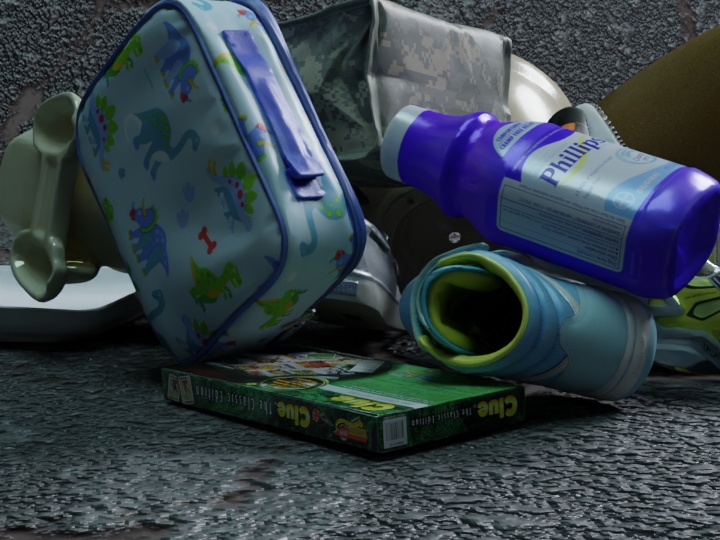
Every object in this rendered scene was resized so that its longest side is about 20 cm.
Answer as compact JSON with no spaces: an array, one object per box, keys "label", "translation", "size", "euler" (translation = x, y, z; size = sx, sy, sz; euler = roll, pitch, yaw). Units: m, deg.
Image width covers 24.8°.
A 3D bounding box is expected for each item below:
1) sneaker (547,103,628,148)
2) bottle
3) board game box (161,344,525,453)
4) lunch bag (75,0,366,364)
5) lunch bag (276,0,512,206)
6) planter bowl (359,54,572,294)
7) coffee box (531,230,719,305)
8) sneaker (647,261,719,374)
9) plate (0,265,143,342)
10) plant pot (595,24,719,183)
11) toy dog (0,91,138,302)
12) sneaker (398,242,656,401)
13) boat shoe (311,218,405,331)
[{"label":"sneaker","translation":[0.125,-0.058,1.072],"size":[0.089,0.070,0.200],"euler":[-12,19,-2]},{"label":"bottle","translation":[0.105,-0.047,0.949],"size":[0.199,0.066,0.083],"euler":[22,39,30]},{"label":"board game box","translation":[-0.014,0.068,0.912],"size":[0.104,0.024,0.200],"euler":[-5,7,-38]},{"label":"lunch bag","translation":[-0.086,-0.056,0.994],"size":[0.082,0.201,0.161],"euler":[-9,-25,-42]},{"label":"lunch bag","translation":[-0.021,-0.106,1.111],"size":[0.199,0.118,0.164],"euler":[-5,-7,38]},{"label":"planter bowl","translation":[0.072,-0.051,1.242],"size":[0.199,0.201,0.135],"euler":[-1,35,6]},{"label":"coffee box","translation":[0.227,-0.002,1.144],"size":[0.199,0.080,0.114],"euler":[-10,12,-40]},{"label":"sneaker","translation":[0.250,0.027,0.955],"size":[0.199,0.077,0.075],"euler":[6,9,40]},{"label":"plate","translation":[-0.249,0.025,1.238],"size":[0.199,0.033,0.199],"euler":[1,8,16]},{"label":"plant pot","translation":[0.300,-0.117,1.286],"size":[0.186,0.187,0.200],"euler":[-8,-27,-37]},{"label":"toy dog","translation":[-0.151,-0.037,1.182],"size":[0.199,0.140,0.194],"euler":[8,-4,-31]},{"label":"sneaker","translation":[0.059,0.019,0.943],"size":[0.130,0.080,0.200],"euler":[15,-5,-37]},{"label":"boat shoe","translation":[-0.001,0.000,1.100],"size":[0.070,0.072,0.201],"euler":[7,-7,6]}]
